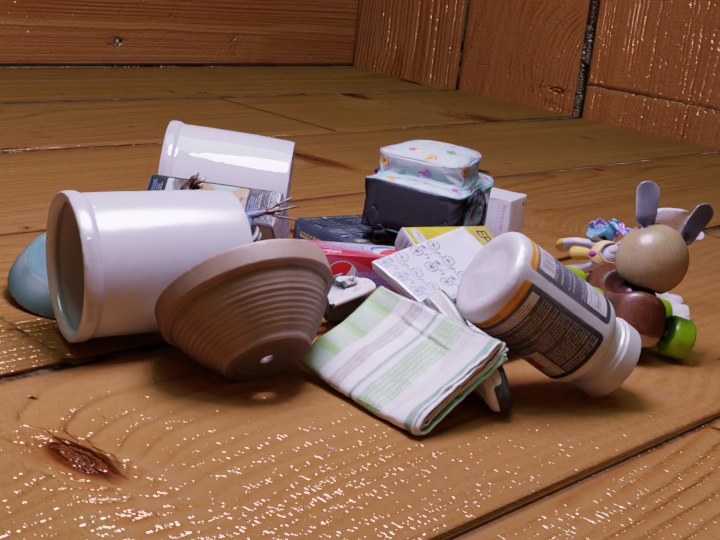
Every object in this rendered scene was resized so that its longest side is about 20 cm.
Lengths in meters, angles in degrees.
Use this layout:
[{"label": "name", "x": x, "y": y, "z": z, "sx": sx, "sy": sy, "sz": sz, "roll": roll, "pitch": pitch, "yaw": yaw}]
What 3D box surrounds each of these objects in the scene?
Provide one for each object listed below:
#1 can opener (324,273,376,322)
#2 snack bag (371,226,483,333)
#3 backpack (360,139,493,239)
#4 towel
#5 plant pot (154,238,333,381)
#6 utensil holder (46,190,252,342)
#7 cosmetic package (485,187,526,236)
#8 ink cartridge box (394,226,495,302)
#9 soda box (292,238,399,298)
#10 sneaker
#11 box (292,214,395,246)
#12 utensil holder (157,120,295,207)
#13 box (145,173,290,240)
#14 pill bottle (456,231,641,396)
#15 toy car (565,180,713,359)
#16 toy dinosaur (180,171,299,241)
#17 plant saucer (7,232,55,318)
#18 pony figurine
[{"label": "can opener", "x": -0.063, "y": 0.050, "z": 1.439, "sx": 0.200, "sy": 0.067, "sz": 0.053, "roll": -17, "pitch": 27, "yaw": -36}, {"label": "snack bag", "x": 0.140, "y": 0.029, "z": 1.462, "sx": 0.188, "sy": 0.021, "sz": 0.200, "roll": -19, "pitch": 53, "yaw": -41}, {"label": "backpack", "x": 0.109, "y": -0.117, "z": 1.734, "sx": 0.175, "sy": 0.154, "sz": 0.200, "roll": 12, "pitch": 10, "yaw": 22}, {"label": "towel", "x": 0.043, "y": 0.091, "z": 1.257, "sx": 0.149, "sy": 0.031, "sz": 0.200, "roll": -38, "pitch": 42, "yaw": -25}, {"label": "plant pot", "x": -0.116, "y": 0.057, "z": 1.247, "sx": 0.200, "sy": 0.201, "sz": 0.093, "roll": -4, "pitch": 60, "yaw": -32}, {"label": "utensil holder", "x": -0.244, "y": -0.009, "z": 1.329, "sx": 0.199, "sy": 0.171, "sz": 0.170, "roll": -3, "pitch": 19, "yaw": -29}, {"label": "cosmetic package", "x": 0.171, "y": -0.095, "z": 1.933, "sx": 0.199, "sy": 0.102, "sz": 0.074, "roll": 14, "pitch": 18, "yaw": 28}, {"label": "ink cartridge box", "x": 0.174, "y": 0.014, "z": 1.551, "sx": 0.199, "sy": 0.047, "sz": 0.198, "roll": -5, "pitch": 42, "yaw": -29}, {"label": "soda box", "x": 0.000, "y": 0.000, "z": 1.610, "sx": 0.199, "sy": 0.064, "sz": 0.070, "roll": 5, "pitch": 17, "yaw": -9}, {"label": "sneaker", "x": 0.086, "y": 0.110, "z": 1.302, "sx": 0.115, "sy": 0.076, "sz": 0.201, "roll": -25, "pitch": 39, "yaw": -10}, {"label": "box", "x": 0.019, "y": -0.043, "z": 1.784, "sx": 0.200, "sy": 0.051, "sz": 0.158, "roll": -6, "pitch": 20, "yaw": -39}, {"label": "utensil holder", "x": -0.212, "y": -0.139, "z": 1.824, "sx": 0.199, "sy": 0.171, "sz": 0.170, "roll": 9, "pitch": 16, "yaw": -2}, {"label": "box", "x": -0.210, "y": -0.075, "z": 1.688, "sx": 0.199, "sy": 0.060, "sz": 0.117, "roll": 10, "pitch": -26, "yaw": 7}, {"label": "pill bottle", "x": 0.215, "y": 0.054, "z": 1.300, "sx": 0.200, "sy": 0.117, "sz": 0.116, "roll": 35, "pitch": 7, "yaw": -21}, {"label": "toy car", "x": 0.368, "y": -0.012, "z": 1.490, "sx": 0.164, "sy": 0.201, "sz": 0.158, "roll": 18, "pitch": 14, "yaw": -13}, {"label": "toy dinosaur", "x": -0.179, "y": -0.037, "z": 1.550, "sx": 0.200, "sy": 0.105, "sz": 0.182, "roll": -26, "pitch": 69, "yaw": -17}, {"label": "plant saucer", "x": -0.346, "y": -0.010, "z": 1.454, "sx": 0.199, "sy": 0.036, "sz": 0.200, "roll": 2, "pitch": 35, "yaw": -1}, {"label": "pony figurine", "x": 0.382, "y": -0.011, "z": 1.653, "sx": 0.193, "sy": 0.167, "sz": 0.200, "roll": 12, "pitch": -13, "yaw": -31}]
